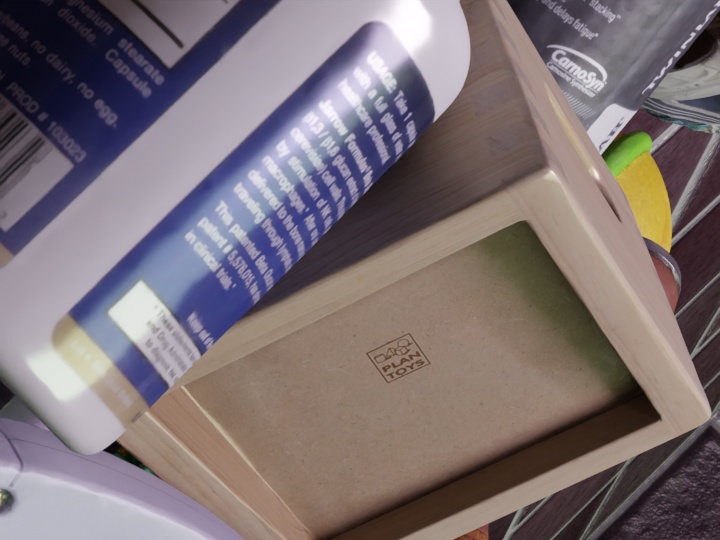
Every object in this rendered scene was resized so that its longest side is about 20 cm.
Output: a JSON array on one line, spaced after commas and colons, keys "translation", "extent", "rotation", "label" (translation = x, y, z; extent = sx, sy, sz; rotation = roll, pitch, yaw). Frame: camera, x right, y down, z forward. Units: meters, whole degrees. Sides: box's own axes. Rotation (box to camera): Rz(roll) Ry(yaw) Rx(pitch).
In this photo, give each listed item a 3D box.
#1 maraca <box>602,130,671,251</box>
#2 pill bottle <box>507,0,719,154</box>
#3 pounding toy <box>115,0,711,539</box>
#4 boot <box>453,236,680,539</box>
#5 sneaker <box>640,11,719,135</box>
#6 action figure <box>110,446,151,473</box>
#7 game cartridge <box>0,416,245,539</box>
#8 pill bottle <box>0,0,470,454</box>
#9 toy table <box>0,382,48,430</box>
[{"translation": [0.083, 0.009, 1.072], "extent": [0.137, 0.107, 0.200], "rotation": [-35, 161, -46], "label": "maraca"}, {"translation": [0.088, -0.124, 0.796], "extent": [0.200, 0.106, 0.106], "rotation": [-51, 165, 15], "label": "pill bottle"}, {"translation": [-0.002, 0.008, 0.735], "extent": [0.183, 0.143, 0.200], "rotation": [-26, 141, 12], "label": "pounding toy"}, {"translation": [0.041, 0.089, 0.780], "extent": [0.188, 0.069, 0.200], "rotation": [-25, -149, 17], "label": "boot"}, {"translation": [0.185, -0.086, 0.846], "extent": [0.086, 0.199, 0.078], "rotation": [37, 68, -50], "label": "sneaker"}, {"translation": [-0.070, 0.089, 1.001], "extent": [0.118, 0.055, 0.200], "rotation": [-43, 160, 26], "label": "action figure"}, {"translation": [-0.098, 0.119, 0.654], "extent": [0.200, 0.042, 0.133], "rotation": [34, 92, -40], "label": "game cartridge"}, {"translation": [-0.041, -0.057, 0.591], "extent": [0.200, 0.111, 0.111], "rotation": [-45, 166, -9], "label": "pill bottle"}, {"translation": [-0.122, 0.126, 0.839], "extent": [0.184, 0.117, 0.200], "rotation": [-35, 163, -38], "label": "toy table"}]
